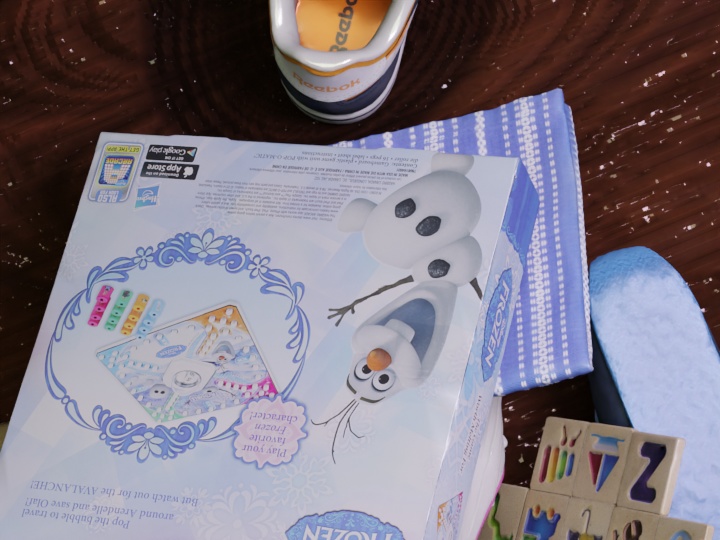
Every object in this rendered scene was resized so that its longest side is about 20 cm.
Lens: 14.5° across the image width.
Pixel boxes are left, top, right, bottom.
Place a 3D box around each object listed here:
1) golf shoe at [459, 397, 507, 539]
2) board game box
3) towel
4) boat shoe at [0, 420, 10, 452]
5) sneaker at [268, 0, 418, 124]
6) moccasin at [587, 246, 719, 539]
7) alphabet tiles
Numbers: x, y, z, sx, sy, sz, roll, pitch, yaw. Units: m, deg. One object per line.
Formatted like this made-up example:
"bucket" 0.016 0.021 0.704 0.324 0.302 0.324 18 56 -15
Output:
"golf shoe" 0.033 0.053 1.254 0.075 0.092 0.201 1 60 34
"board game box" -0.042 0.042 1.185 0.199 0.043 0.200 5 63 23
"towel" 0.000 0.000 1.228 0.199 0.024 0.145 -12 56 16
"boat shoe" -0.156 0.103 1.248 0.200 0.072 0.076 -25 83 -1
"sneaker" 0.003 -0.170 1.271 0.078 0.079 0.201 6 82 3
"moccasin" 0.147 0.087 1.244 0.080 0.068 0.201 -11 84 -7
"alphabet tiles" 0.085 0.163 1.198 0.006 0.166 0.201 17 83 -29
